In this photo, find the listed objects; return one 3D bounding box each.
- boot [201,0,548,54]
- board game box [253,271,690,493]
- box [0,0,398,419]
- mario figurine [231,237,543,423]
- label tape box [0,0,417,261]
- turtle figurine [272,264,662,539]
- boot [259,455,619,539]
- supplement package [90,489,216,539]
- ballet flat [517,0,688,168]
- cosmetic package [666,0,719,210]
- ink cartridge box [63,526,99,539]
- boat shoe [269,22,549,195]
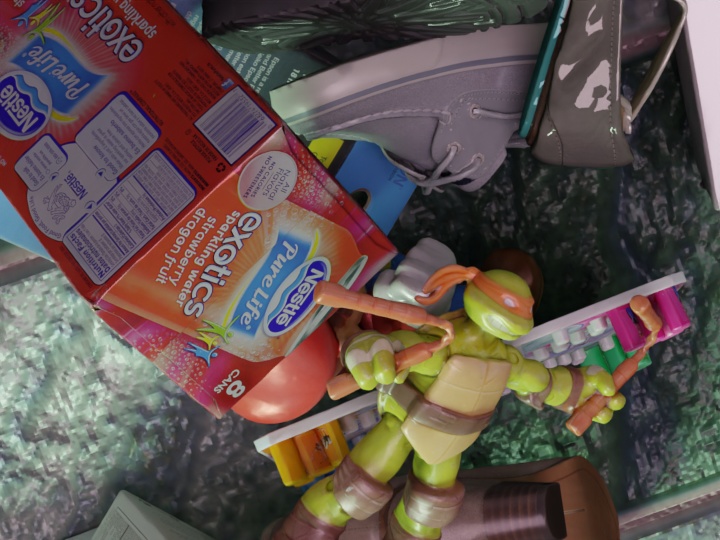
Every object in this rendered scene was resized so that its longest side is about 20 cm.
[{"bbox_3d":[0.005,-0.204,0.906,0.165,0.066,0.200,-2,79,25],"label":"boot"},{"bbox_3d":[0.054,0.061,0.984,0.200,0.200,0.026,-21,81,-1],"label":"board game box"},{"bbox_3d":[-0.088,-0.048,0.834,0.100,0.200,0.095,-43,136,-1],"label":"box"},{"bbox_3d":[0.000,0.000,0.925,0.123,0.200,0.106,-41,70,29],"label":"mario figurine"},{"bbox_3d":[-0.080,-0.057,0.994,0.200,0.063,0.144,26,101,-31],"label":"label tape box"},{"bbox_3d":[0.024,0.057,0.840,0.200,0.064,0.161,7,119,-46],"label":"turtle figurine"},{"bbox_3d":[0.041,0.134,1.041,0.146,0.200,0.070,-10,73,18],"label":"boot"},{"bbox_3d":[-0.065,0.224,0.972,0.152,0.200,0.151,32,87,-22],"label":"supplement package"},{"bbox_3d":[0.117,-0.141,0.915,0.064,0.067,0.200,11,109,3],"label":"ballet flat"},{"bbox_3d":[0.186,-0.141,0.986,0.085,0.108,0.200,-12,108,7],"label":"cosmetic package"},{"bbox_3d":[-0.175,0.252,1.087,0.200,0.043,0.196,-21,107,-3],"label":"ink cartridge box"},{"bbox_3d":[0.049,-0.073,0.968,0.201,0.070,0.072,-12,90,-38],"label":"boat shoe"}]
